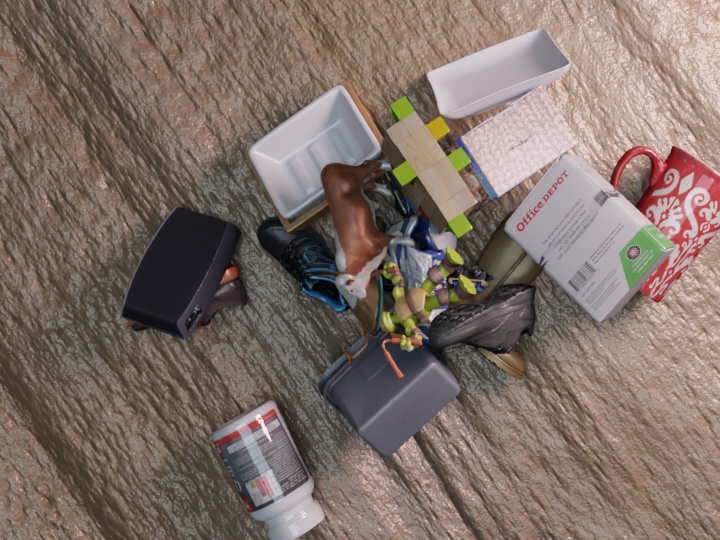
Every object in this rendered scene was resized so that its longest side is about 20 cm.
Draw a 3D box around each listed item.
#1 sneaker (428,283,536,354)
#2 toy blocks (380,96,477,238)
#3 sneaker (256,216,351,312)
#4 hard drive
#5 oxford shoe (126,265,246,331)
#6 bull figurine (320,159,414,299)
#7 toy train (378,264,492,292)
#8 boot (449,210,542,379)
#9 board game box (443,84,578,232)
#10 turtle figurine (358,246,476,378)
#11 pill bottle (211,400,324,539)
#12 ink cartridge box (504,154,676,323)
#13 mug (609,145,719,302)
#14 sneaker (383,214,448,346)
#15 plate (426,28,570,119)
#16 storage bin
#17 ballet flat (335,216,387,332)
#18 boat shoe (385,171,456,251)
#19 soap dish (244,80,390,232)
[{"bbox_3d":[0.186,0.085,1.611,0.197,0.076,0.092,-18,105,-29],"label":"sneaker"},{"bbox_3d":[0.091,-0.128,1.553,0.099,0.137,0.202,-33,83,-10],"label":"toy blocks"},{"bbox_3d":[-0.081,-0.012,1.717,0.198,0.082,0.074,33,123,6],"label":"sneaker"},{"bbox_3d":[-0.281,-0.003,1.715,0.133,0.043,0.202,17,66,17],"label":"hard drive"},{"bbox_3d":[-0.276,0.063,1.756,0.197,0.071,0.074,-23,95,6],"label":"oxford shoe"},{"bbox_3d":[0.005,-0.064,1.598,0.119,0.065,0.204,-12,85,-17],"label":"bull figurine"},{"bbox_3d":[0.107,0.016,1.704,0.197,0.034,0.047,1,81,23],"label":"toy train"},{"bbox_3d":[0.237,0.040,1.704,0.175,0.066,0.201,40,94,3],"label":"boot"},{"bbox_3d":[0.192,-0.158,1.609,0.158,0.200,0.098,-33,89,-21],"label":"board game box"},{"bbox_3d":[0.085,0.052,1.565,0.160,0.202,0.064,-34,131,19],"label":"turtle figurine"},{"bbox_3d":[-0.141,0.317,1.727,0.115,0.116,0.202,-27,89,6],"label":"pill bottle"},{"bbox_3d":[0.328,-0.049,1.592,0.200,0.084,0.147,47,115,17],"label":"ink cartridge box"},{"bbox_3d":[0.445,-0.077,1.657,0.177,0.133,0.201,39,101,24],"label":"mug"},{"bbox_3d":[0.095,0.013,1.636,0.088,0.075,0.203,-38,68,39],"label":"sneaker"},{"bbox_3d":[0.203,-0.287,1.641,0.197,0.200,0.033,-21,116,7],"label":"plate"},{"bbox_3d":[0.047,0.170,1.664,0.200,0.135,0.146,-43,125,4],"label":"storage bin"},{"bbox_3d":[0.000,0.000,1.683,0.071,0.068,0.203,12,59,-12],"label":"ballet flat"},{"bbox_3d":[0.084,-0.109,1.714,0.067,0.071,0.203,-25,89,42],"label":"boat shoe"},{"bbox_3d":[-0.060,-0.170,1.698,0.198,0.081,0.159,-34,66,6],"label":"soap dish"}]
